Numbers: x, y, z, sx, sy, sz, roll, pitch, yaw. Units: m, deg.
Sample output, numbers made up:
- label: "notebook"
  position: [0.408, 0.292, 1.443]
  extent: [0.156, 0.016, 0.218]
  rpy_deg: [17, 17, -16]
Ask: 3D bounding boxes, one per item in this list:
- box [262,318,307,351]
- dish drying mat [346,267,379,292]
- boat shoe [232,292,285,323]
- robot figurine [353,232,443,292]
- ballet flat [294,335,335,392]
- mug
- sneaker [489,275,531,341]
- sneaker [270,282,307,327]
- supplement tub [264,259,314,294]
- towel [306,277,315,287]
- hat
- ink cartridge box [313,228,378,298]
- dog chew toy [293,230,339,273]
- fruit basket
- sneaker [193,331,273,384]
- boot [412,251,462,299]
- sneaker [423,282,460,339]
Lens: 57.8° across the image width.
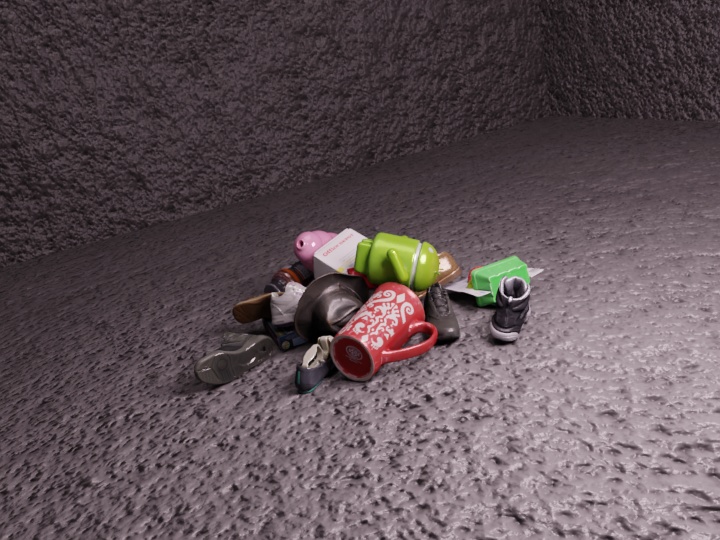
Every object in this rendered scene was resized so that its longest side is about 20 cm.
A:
- label: "box"
  position: [-0.161, 0.130, 1.622]
  extent: [0.134, 0.038, 0.200]
  rpy_deg: [-18, 19, -16]
- label: "dish drying mat"
  position: [0.071, 0.002, 1.544]
  extent: [0.196, 0.018, 0.077]
  rpy_deg: [-11, 47, -17]
- label: "boat shoe"
  position: [-0.221, 0.083, 1.629]
  extent: [0.197, 0.073, 0.072]
  rpy_deg: [-13, 18, 20]
- label: "robot figurine"
  position: [0.088, -0.017, 1.469]
  extent: [0.196, 0.118, 0.175]
  rpy_deg: [12, 13, 11]
- label: "ballet flat"
  position: [-0.077, 0.179, 1.374]
  extent: [0.072, 0.074, 0.200]
  rpy_deg: [-1, 21, 30]
- label: "mug"
  position: [0.048, 0.125, 1.347]
  extent: [0.176, 0.135, 0.200]
  rpy_deg: [-13, 17, 40]
- label: "sneaker"
  position: [0.326, 0.057, 1.374]
  extent: [0.074, 0.116, 0.200]
  rpy_deg: [16, 29, 16]
- label: "sneaker"
  position: [-0.128, 0.069, 1.521]
  extent: [0.197, 0.102, 0.075]
  rpy_deg: [-14, -6, 18]
- label: "supplement tub"
  position: [-0.174, 0.031, 1.813]
  extent: [0.106, 0.109, 0.199]
  rpy_deg: [4, 24, 40]
- label: "towel"
  position: [-0.042, 0.059, 1.667]
  extent: [0.196, 0.049, 0.112]
  rpy_deg: [9, 26, 16]
- label: "hat"
  position: [-0.047, 0.102, 1.439]
  extent: [0.198, 0.203, 0.081]
  rpy_deg: [-21, 41, -25]
- label: "ink cartridge box"
  position: [0.000, 0.000, 1.616]
  extent: [0.199, 0.084, 0.145]
  rpy_deg: [32, 50, 27]
- label: "dog chew toy"
  position: [-0.107, -0.049, 1.722]
  extent: [0.123, 0.127, 0.199]
  rpy_deg: [-2, -12, 27]
- label: "fruit basket"
  position: [0.314, 0.029, 1.570]
  extent: [0.182, 0.095, 0.200]
  rpy_deg: [-18, 3, -18]
- label: "sneaker"
  position: [-0.303, 0.195, 1.472]
  extent: [0.113, 0.078, 0.198]
  rpy_deg: [3, 21, 44]
- label: "boot"
  position: [0.149, 0.027, 1.610]
  extent: [0.198, 0.076, 0.074]
  rpy_deg: [-33, 6, -6]
- label: "sneaker"
  position: [0.172, 0.089, 1.438]
  extent: [0.074, 0.092, 0.200]
  rpy_deg: [-5, 19, -7]
